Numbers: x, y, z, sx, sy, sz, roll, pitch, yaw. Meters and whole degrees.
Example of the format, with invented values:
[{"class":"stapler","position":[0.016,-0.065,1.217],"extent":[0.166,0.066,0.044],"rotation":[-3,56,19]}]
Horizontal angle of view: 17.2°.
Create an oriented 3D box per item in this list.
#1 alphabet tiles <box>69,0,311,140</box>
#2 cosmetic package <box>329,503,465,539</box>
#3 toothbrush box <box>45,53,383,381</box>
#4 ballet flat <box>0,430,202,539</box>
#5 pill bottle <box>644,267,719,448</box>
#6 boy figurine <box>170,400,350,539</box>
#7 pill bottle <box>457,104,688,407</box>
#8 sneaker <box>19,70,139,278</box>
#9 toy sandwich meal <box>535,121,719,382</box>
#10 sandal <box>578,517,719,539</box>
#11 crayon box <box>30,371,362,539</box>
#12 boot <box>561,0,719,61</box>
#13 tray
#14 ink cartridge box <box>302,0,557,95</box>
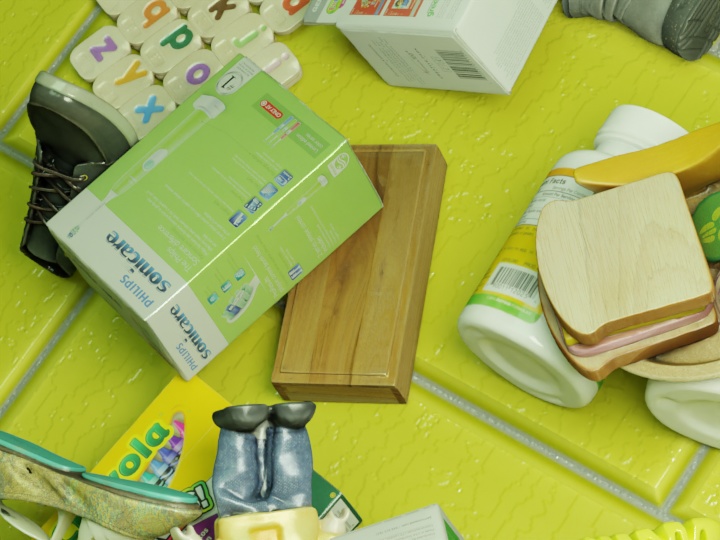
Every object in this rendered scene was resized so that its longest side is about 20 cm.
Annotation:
[{"class":"alphabet tiles","position":[-0.134,-0.195,1.950],"extent":[0.195,0.015,0.200],"rotation":[-38,57,-2]},{"class":"cosmetic package","position":[0.047,0.273,1.576],"extent":[0.084,0.108,0.201],"rotation":[-19,59,9]},{"class":"toothbrush box","position":[-0.108,-0.042,1.769],"extent":[0.200,0.086,0.145],"rotation":[-42,49,-11]},{"class":"ballet flat","position":[-0.199,0.166,1.685],"extent":[0.199,0.071,0.071],"rotation":[15,68,29]},{"class":"pill bottle","position":[0.272,0.014,1.633],"extent":[0.113,0.114,0.201],"rotation":[9,67,23]},{"class":"boy figurine","position":[-0.067,0.191,1.614],"extent":[0.123,0.064,0.202],"rotation":[2,80,-15]},{"class":"pill bottle","position":[0.164,-0.014,1.688],"extent":[0.111,0.111,0.201],"rotation":[25,73,29]},{"class":"sneaker","position":[-0.221,-0.066,1.803],"extent":[0.074,0.200,0.107],"rotation":[26,73,18]},{"class":"toy sandwich meal","position":[0.209,-0.018,1.565],"extent":[0.204,0.070,0.206],"rotation":[-11,58,19]},{"class":"sandal","position":[0.161,0.218,1.551],"extent":[0.199,0.080,0.088],"rotation":[-8,72,-23]},{"class":"crayon box","position":[-0.128,0.197,1.707],"extent":[0.172,0.058,0.200],"rotation":[35,78,31]},{"class":"boot","position":[0.248,-0.261,1.823],"extent":[0.131,0.070,0.200],"rotation":[29,71,35]},{"class":"tray","position":[0.000,0.000,1.784],"extent":[0.098,0.037,0.201],"rotation":[1,62,19]},{"class":"ink cartridge box","position":[0.074,-0.245,1.850],"extent":[0.175,0.084,0.201],"rotation":[10,65,45]}]
